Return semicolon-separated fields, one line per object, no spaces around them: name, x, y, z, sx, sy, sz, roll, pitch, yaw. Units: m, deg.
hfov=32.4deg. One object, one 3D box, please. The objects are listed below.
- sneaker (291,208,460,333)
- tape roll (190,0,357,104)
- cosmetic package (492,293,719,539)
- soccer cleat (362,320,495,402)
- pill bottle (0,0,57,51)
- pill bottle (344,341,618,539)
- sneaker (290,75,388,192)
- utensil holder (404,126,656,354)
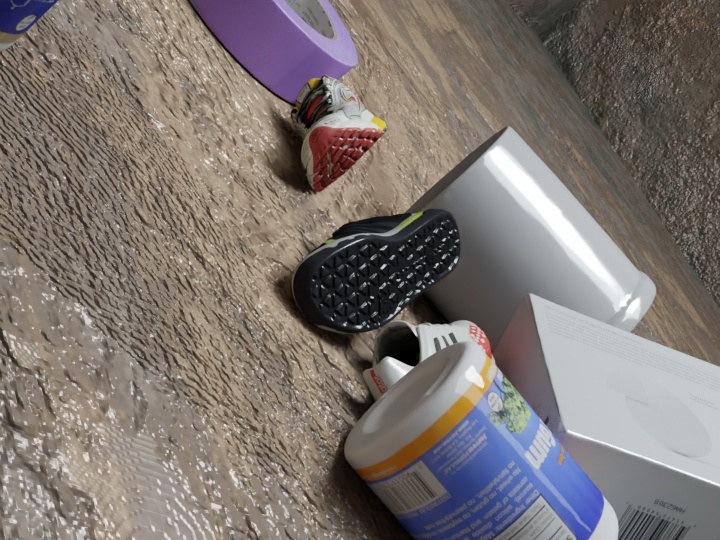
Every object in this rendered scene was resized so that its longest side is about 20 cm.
sneaker;0.000;0.000;0.951;0.200;0.082;0.072;-19;106;-52
tape roll;-0.091;-0.257;1.201;0.200;0.066;0.200;45;20;-21
cosmetic package;0.202;0.143;0.958;0.198;0.123;0.200;21;26;-10
soccer cleat;0.049;0.066;0.925;0.085;0.068;0.200;54;22;-8
pill bottle;-0.180;-0.230;0.700;0.120;0.200;0.120;45;19;-20
pill bottle;0.091;0.153;0.784;0.200;0.112;0.112;50;18;-7
sneaker;-0.032;-0.126;1.098;0.082;0.078;0.200;46;9;-5
utensil holder;0.140;-0.005;1.133;0.200;0.170;0.170;48;18;-4
